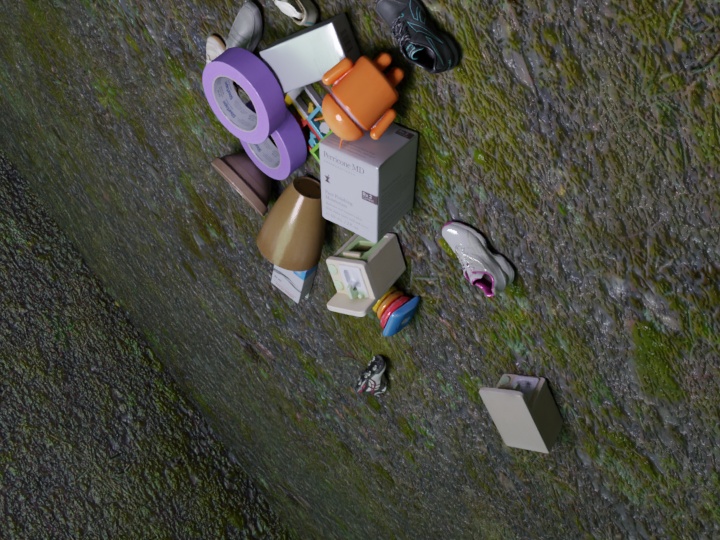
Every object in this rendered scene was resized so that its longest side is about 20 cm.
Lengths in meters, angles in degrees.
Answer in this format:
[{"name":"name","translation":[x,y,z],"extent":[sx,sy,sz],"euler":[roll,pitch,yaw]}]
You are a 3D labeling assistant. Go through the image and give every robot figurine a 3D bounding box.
[{"name":"robot figurine","translation":[-0.001,-0.351,1.336],"extent":[0.117,0.200,0.143],"euler":[51,-169,32]}]

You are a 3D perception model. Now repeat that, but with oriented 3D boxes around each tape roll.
[{"name":"tape roll","translation":[-0.225,-0.333,1.647],"extent":[0.198,0.066,0.203],"euler":[35,149,24]},{"name":"tape roll","translation":[-0.261,-0.389,1.470],"extent":[0.197,0.066,0.203],"euler":[29,147,21]}]

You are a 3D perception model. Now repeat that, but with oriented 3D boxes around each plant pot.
[{"name":"plant pot","translation":[-0.306,-0.251,1.783],"extent":[0.201,0.093,0.201],"euler":[45,176,4]},{"name":"plant pot","translation":[-0.163,-0.137,1.726],"extent":[0.184,0.186,0.203],"euler":[35,130,13]}]

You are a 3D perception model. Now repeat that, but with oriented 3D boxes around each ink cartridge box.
[{"name":"ink cartridge box","translation":[-0.202,0.015,1.978],"extent":[0.115,0.067,0.202],"euler":[36,142,13]}]

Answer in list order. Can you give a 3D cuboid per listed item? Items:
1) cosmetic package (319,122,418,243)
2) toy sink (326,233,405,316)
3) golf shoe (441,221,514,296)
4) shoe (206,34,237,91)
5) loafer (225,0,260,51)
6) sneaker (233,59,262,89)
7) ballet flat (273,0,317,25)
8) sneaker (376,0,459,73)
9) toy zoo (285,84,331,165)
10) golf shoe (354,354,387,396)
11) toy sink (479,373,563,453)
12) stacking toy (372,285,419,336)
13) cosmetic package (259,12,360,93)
[{"name":"cosmetic package","translation":[0.018,-0.210,1.463],"extent":[0.162,0.165,0.204],"euler":[25,139,25]},{"name":"toy sink","translation":[0.000,0.000,1.635],"extent":[0.128,0.200,0.114],"euler":[8,131,40]},{"name":"golf shoe","translation":[0.252,-0.026,1.463],"extent":[0.199,0.091,0.076],"euler":[41,145,10]},{"name":"shoe","translation":[-0.356,-0.493,1.674],"extent":[0.068,0.053,0.205],"euler":[18,135,33]},{"name":"loafer","translation":[-0.280,-0.538,1.542],"extent":[0.070,0.070,0.201],"euler":[40,143,7]},{"name":"sneaker","translation":[-0.226,-0.454,1.519],"extent":[0.196,0.110,0.075],"euler":[1,108,45]},{"name":"ballet flat","translation":[-0.172,-0.591,1.388],"extent":[0.199,0.069,0.070],"euler":[43,144,6]},{"name":"sneaker","translation":[0.099,-0.449,1.236],"extent":[0.199,0.079,0.076],"euler":[43,144,8]},{"name":"toy zoo","translation":[-0.121,-0.364,1.583],"extent":[0.202,0.020,0.130],"euler":[53,144,-6]},{"name":"golf shoe","translation":[0.052,0.327,2.023],"extent":[0.086,0.079,0.201],"euler":[24,146,-5]},{"name":"toy sink","translation":[0.400,0.334,1.627],"extent":[0.128,0.113,0.203],"euler":[-3,126,46]},{"name":"stacking toy","translation":[0.053,0.065,1.753],"extent":[0.200,0.115,0.111],"euler":[46,143,20]},{"name":"cosmetic package","translation":[-0.107,-0.459,1.398],"extent":[0.195,0.075,0.104],"euler":[-7,120,32]}]
